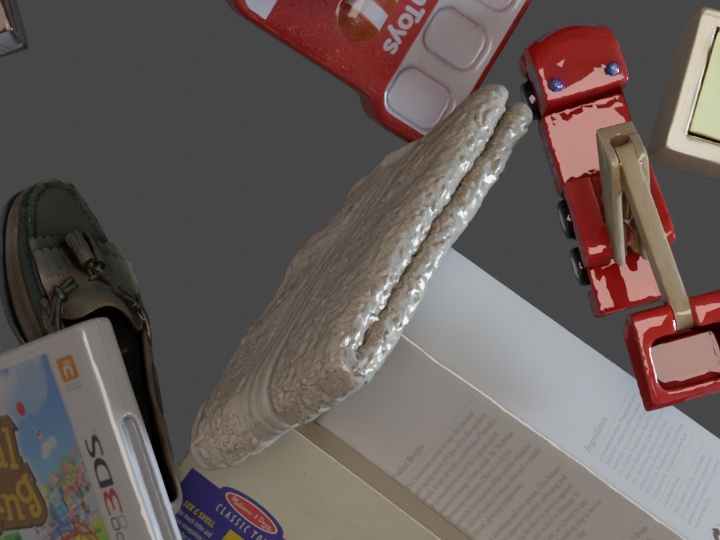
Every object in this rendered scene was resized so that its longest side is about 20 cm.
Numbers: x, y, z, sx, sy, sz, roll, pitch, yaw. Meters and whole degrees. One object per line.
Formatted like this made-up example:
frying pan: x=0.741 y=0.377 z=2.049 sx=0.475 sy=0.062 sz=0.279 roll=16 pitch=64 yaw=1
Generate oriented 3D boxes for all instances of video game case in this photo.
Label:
video game case: x=-0.160 y=0.132 z=1.071 sx=0.200 sy=0.022 sz=0.182 roll=-20 pitch=88 yaw=43

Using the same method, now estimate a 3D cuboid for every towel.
towel: x=0.000 y=0.000 z=1.049 sx=0.034 sy=0.133 sz=0.200 roll=41 pitch=50 yaw=-11

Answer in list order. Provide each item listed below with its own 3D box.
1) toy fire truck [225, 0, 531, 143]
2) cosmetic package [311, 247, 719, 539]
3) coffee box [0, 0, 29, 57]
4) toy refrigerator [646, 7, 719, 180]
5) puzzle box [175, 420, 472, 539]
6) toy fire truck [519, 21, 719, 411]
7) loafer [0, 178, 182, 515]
toy fire truck: x=0.024 y=-0.183 z=1.122 sx=0.168 sy=0.112 sz=0.200 roll=32 pitch=88 yaw=-24
cosmetic package: x=0.088 y=0.091 z=1.097 sx=0.200 sy=0.101 sz=0.071 roll=36 pitch=47 yaw=-1
coffee box: x=-0.279 y=-0.138 z=1.114 sx=0.200 sy=0.080 sz=0.114 roll=-16 pitch=88 yaw=-2
toy refrigerator: x=0.254 y=-0.067 z=1.131 sx=0.200 sy=0.070 sz=0.076 roll=16 pitch=88 yaw=0
puzzle box: x=-0.016 y=0.160 z=1.113 sx=0.200 sy=0.025 sz=0.133 roll=38 pitch=111 yaw=0
toy fire truck: x=0.128 y=-0.032 z=1.085 sx=0.049 sy=0.141 sz=0.200 roll=-16 pitch=84 yaw=-2
loafer: x=-0.124 y=0.041 z=1.095 sx=0.072 sy=0.063 sz=0.200 roll=-1 pitch=67 yaw=-39
